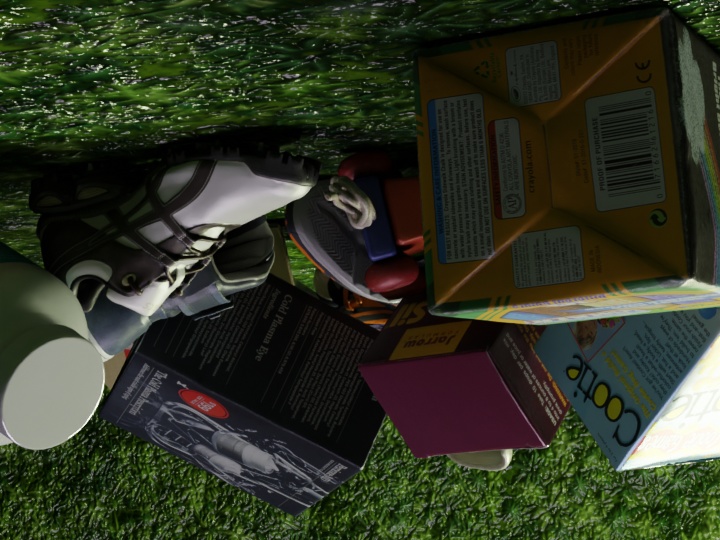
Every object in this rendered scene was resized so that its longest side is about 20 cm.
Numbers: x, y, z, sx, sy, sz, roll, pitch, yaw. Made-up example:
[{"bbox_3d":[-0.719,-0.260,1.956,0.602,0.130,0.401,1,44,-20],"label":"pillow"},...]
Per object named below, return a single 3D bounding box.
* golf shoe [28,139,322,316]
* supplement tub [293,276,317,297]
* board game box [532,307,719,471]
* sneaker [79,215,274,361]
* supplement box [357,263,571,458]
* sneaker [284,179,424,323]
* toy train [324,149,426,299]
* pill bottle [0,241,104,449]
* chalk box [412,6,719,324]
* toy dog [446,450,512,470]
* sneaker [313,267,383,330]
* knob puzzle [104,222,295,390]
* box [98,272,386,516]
[{"bbox_3d":[-0.106,-0.023,0.977,0.199,0.095,0.078,-10,171,33],"label":"golf shoe"},{"bbox_3d":[-0.093,0.070,1.510,0.144,0.145,0.200,-3,-169,-17],"label":"supplement tub"},{"bbox_3d":[0.207,0.010,0.967,0.103,0.105,0.200,0,134,-36],"label":"board game box"},{"bbox_3d":[-0.130,-0.015,1.113,0.146,0.077,0.202,-30,-158,4],"label":"sneaker"},{"bbox_3d":[0.100,0.024,1.103,0.110,0.086,0.200,-10,-147,41],"label":"supplement box"},{"bbox_3d":[0.000,0.000,1.183,0.112,0.078,0.200,-9,151,45],"label":"sneaker"},{"bbox_3d":[0.049,-0.041,1.005,0.115,0.085,0.200,-15,173,6],"label":"toy train"},{"bbox_3d":[-0.237,0.033,0.982,0.111,0.111,0.200,2,-161,-46],"label":"pill bottle"},{"bbox_3d":[0.120,-0.040,0.809,0.124,0.125,0.200,-7,173,23],"label":"chalk box"},{"bbox_3d":[0.127,0.073,1.429,0.200,0.140,0.194,-31,179,-31],"label":"toy dog"},{"bbox_3d":[0.012,0.029,1.407,0.075,0.085,0.200,12,-169,19],"label":"sneaker"},{"bbox_3d":[-0.132,0.057,1.371,0.219,0.220,0.030,-5,-155,9],"label":"knob puzzle"},{"bbox_3d":[-0.084,0.086,1.248,0.182,0.104,0.200,27,157,-6],"label":"box"}]
